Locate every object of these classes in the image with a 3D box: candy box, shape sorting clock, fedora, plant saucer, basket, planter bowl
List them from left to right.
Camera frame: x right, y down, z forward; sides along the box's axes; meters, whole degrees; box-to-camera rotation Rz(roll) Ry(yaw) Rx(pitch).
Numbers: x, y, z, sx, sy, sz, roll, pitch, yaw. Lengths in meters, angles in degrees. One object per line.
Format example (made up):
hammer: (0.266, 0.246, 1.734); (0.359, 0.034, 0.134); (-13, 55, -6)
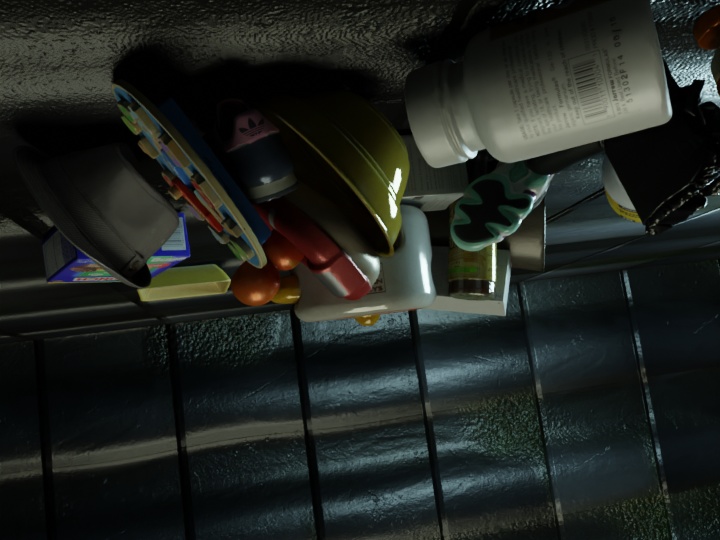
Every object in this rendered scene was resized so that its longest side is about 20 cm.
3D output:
candy box: (-0.383, -0.033, 1.063); (0.168, 0.077, 0.200); (-2, 172, -36)
fedora: (-0.258, -0.074, 0.722); (0.090, 0.177, 0.200); (-37, 158, -6)
plant saucer: (-0.404, 0.026, 1.564); (0.199, 0.049, 0.200); (-6, 172, -16)
shape sorting clock: (-0.152, -0.079, 0.605); (0.039, 0.200, 0.200); (-42, -178, -17)
planter bowl: (-0.013, -0.113, 0.669); (0.083, 0.200, 0.200); (-45, 176, -7)
basket: (0.166, -0.084, 1.003); (0.199, 0.181, 0.136); (0, -154, 13)

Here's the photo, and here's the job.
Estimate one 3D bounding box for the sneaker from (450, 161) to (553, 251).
sneaker: (0.185, -0.087, 0.849); (0.200, 0.078, 0.140); (-47, 164, -8)

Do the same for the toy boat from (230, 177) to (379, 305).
toy boat: (-0.084, -0.020, 0.711); (0.200, 0.131, 0.131); (37, 171, 45)

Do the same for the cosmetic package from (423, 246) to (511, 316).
cosmetic package: (0.109, 0.012, 0.974); (0.199, 0.083, 0.051); (4, 150, 18)

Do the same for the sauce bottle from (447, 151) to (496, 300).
sauce bottle: (0.148, -0.062, 0.905); (0.064, 0.201, 0.065); (1, 170, 0)

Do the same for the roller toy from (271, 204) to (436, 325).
roller toy: (0.000, 0.000, 0.864); (0.182, 0.141, 0.200); (-11, 173, 39)

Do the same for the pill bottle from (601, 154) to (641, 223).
pill bottle: (0.402, -0.134, 0.972); (0.111, 0.113, 0.200); (-11, 172, 22)

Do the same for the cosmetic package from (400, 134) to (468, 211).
cosmetic package: (0.022, -0.115, 0.853); (0.199, 0.082, 0.113); (-8, 174, -9)

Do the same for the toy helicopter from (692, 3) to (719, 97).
toy helicopter: (0.397, -0.212, 0.572); (0.132, 0.079, 0.200); (6, 153, -35)

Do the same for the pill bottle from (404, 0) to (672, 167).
pill bottle: (0.145, -0.154, 0.575); (0.199, 0.115, 0.114); (-12, 171, 26)

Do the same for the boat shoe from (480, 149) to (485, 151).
boat shoe: (0.174, -0.159, 0.757); (0.199, 0.061, 0.076); (-7, 172, -5)

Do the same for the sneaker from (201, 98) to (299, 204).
sneaker: (-0.116, -0.127, 0.649); (0.070, 0.082, 0.200); (-27, -151, -20)

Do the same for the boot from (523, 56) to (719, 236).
boot: (0.249, -0.108, 0.652); (0.073, 0.163, 0.198); (-10, 155, -31)
